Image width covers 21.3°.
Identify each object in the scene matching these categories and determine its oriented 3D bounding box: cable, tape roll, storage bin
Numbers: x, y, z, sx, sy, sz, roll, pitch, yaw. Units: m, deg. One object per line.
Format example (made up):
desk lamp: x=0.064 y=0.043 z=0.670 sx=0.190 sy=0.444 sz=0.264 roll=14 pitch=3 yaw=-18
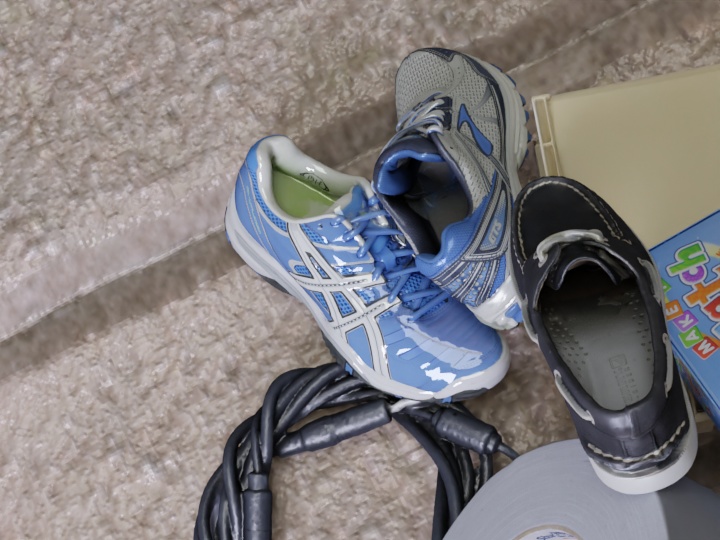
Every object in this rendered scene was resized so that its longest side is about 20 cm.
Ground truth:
cable: x=-0.015 y=0.143 z=1.061 sx=0.163 sy=0.051 sz=0.200 roll=35 pitch=81 yaw=16
tape roll: x=0.104 y=0.185 z=0.938 sx=0.066 sy=0.200 sz=0.200 roll=27 pitch=75 yaw=-28
storage bin: x=0.209 y=-0.013 z=1.056 sx=0.200 sy=0.094 sz=0.199 roll=-10 pitch=73 yaw=4

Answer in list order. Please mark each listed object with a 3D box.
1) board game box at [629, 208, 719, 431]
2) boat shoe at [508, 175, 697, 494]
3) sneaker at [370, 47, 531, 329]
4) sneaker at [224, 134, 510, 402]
board game box: x=0.250 y=0.007 z=0.950 sx=0.200 sy=0.037 sz=0.151 roll=-29 pitch=50 yaw=-2
boat shoe: x=0.111 y=0.016 z=0.934 sx=0.074 sy=0.060 sz=0.200 roll=-17 pitch=46 yaw=8
sneaker: x=0.047 y=-0.062 z=1.064 sx=0.077 sy=0.085 sz=0.200 roll=-46 pitch=40 yaw=28
sneaker: x=0.000 y=0.000 z=1.075 sx=0.200 sy=0.077 sz=0.076 roll=36 pitch=59 yaw=18
